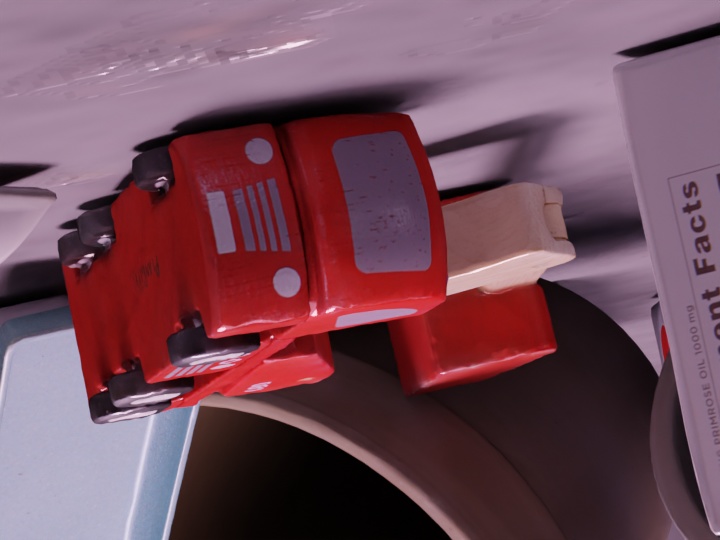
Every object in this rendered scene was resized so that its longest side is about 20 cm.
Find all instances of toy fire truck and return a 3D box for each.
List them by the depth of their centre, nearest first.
[{"bbox_3d":[0.000,0.000,0.739,0.141,0.049,0.200,-10,172,-18],"label":"toy fire truck"}]

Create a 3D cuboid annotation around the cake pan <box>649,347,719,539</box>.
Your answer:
[{"bbox_3d":[0.175,0.027,0.779,0.200,0.037,0.200,-21,-146,15],"label":"cake pan"}]

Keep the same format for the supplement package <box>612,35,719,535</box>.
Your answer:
[{"bbox_3d":[0.175,-0.015,0.663,0.200,0.110,0.114,-15,172,24],"label":"supplement package"}]

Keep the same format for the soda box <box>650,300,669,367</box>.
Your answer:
[{"bbox_3d":[0.224,0.021,1.211,0.200,0.064,0.068,-12,172,-3],"label":"soda box"}]

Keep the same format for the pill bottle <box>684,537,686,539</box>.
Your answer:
[{"bbox_3d":[0.159,0.060,0.948,0.112,0.112,0.200,-11,148,-3],"label":"pill bottle"}]

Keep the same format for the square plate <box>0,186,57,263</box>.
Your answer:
[{"bbox_3d":[-0.198,0.017,0.632,0.200,0.029,0.198,-17,172,35],"label":"square plate"}]

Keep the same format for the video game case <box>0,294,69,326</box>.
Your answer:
[{"bbox_3d":[-0.167,0.045,0.932,0.200,0.022,0.182,-12,173,4],"label":"video game case"}]

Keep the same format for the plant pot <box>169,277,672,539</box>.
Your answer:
[{"bbox_3d":[0.014,0.089,0.944,0.200,0.200,0.174,-17,-166,38],"label":"plant pot"}]

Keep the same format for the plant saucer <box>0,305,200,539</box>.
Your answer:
[{"bbox_3d":[-0.089,0.086,0.858,0.070,0.019,0.200,-14,133,-34],"label":"plant saucer"}]
